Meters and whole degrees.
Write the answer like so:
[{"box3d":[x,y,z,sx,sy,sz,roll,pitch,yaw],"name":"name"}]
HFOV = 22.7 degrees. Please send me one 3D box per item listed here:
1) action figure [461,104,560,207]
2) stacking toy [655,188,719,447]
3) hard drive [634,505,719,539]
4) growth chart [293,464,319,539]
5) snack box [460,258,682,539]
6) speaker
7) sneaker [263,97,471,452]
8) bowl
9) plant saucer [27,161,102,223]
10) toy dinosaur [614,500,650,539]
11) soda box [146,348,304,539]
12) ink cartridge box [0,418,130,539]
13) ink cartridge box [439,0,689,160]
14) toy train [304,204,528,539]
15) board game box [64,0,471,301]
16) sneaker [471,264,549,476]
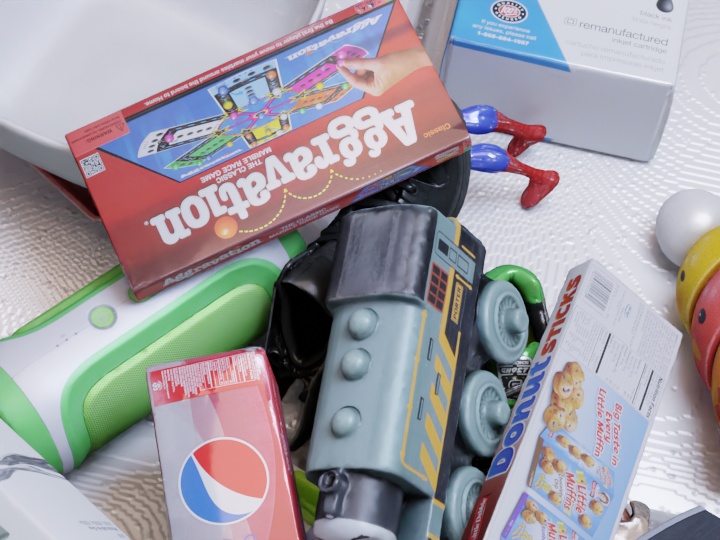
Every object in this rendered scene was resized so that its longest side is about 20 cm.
[{"box3d":[0.030,-0.085,1.075,0.200,0.052,0.065,18,52,-37],"name":"action figure"},{"box3d":[0.233,0.021,1.049,0.146,0.146,0.200,-16,40,-15],"name":"stacking toy"},{"box3d":[0.146,0.184,0.817,0.135,0.042,0.200,29,39,31],"name":"hard drive"},{"box3d":[-0.040,0.205,0.934,0.145,0.018,0.200,26,67,14],"name":"growth chart"},{"box3d":[0.111,0.089,0.924,0.072,0.024,0.200,40,51,-17],"name":"snack box"},{"box3d":[-0.123,0.036,1.009,0.200,0.088,0.088,-35,66,-24],"name":"speaker"},{"box3d":[-0.003,-0.001,0.998,0.060,0.200,0.104,27,22,21],"name":"sneaker"},{"box3d":[-0.139,-0.128,1.082,0.200,0.075,0.200,23,57,10],"name":"bowl"},{"box3d":[-0.156,-0.133,1.150,0.200,0.037,0.200,40,61,20],"name":"plant saucer"},{"box3d":[0.171,0.216,0.901,0.136,0.086,0.200,-1,43,-4],"name":"toy dinosaur"},{"box3d":[-0.058,0.144,0.903,0.063,0.070,0.200,-11,67,0],"name":"soda box"},{"box3d":[-0.220,0.145,0.896,0.200,0.084,0.146,38,93,19],"name":"ink cartridge box"},{"box3d":[0.141,-0.185,1.180,0.146,0.086,0.200,12,58,3],"name":"ink cartridge box"},{"box3d":[0.023,0.062,0.920,0.085,0.114,0.200,-5,62,34],"name":"toy train"},{"box3d":[-0.051,-0.070,0.980,0.200,0.019,0.103,-25,72,-3],"name":"board game box"},{"box3d":[0.071,0.087,0.992,0.078,0.085,0.200,2,58,-4],"name":"sneaker"}]
